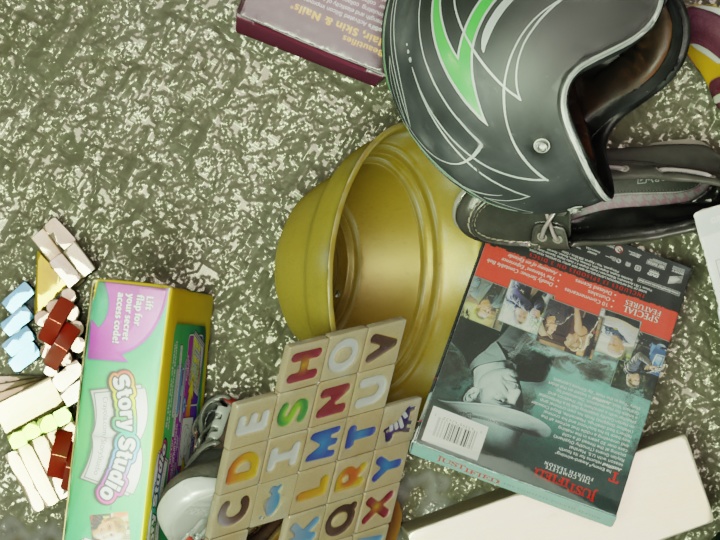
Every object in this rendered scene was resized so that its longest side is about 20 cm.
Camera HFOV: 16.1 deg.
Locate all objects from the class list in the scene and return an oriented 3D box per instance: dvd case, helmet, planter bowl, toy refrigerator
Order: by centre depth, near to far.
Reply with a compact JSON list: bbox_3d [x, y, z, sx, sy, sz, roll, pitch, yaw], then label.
[{"bbox_3d":[0.108,-0.139,1.630,0.200,0.200,0.191,38,93,-2],"label":"helmet"},{"bbox_3d":[0.000,0.000,1.700,0.083,0.200,0.202,3,88,32],"label":"planter bowl"},{"bbox_3d":[0.130,0.059,1.711,0.145,0.022,0.201,19,60,2],"label":"dvd case"},{"bbox_3d":[0.133,0.174,1.731,0.199,0.076,0.070,-20,90,-4],"label":"toy refrigerator"}]

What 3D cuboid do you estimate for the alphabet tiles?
[{"bbox_3d":[-0.028,0.125,1.626,0.167,0.008,0.201,-12,127,-41],"label":"alphabet tiles"}]

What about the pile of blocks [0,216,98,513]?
[{"bbox_3d":[-0.215,0.064,1.720,0.082,0.062,0.201,-3,89,-3],"label":"pile of blocks"}]

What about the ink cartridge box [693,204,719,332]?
[{"bbox_3d":[0.324,0.031,1.745,0.162,0.057,0.201,-17,95,-3],"label":"ink cartridge box"}]

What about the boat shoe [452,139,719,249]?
[{"bbox_3d":[0.163,-0.048,1.719,0.199,0.057,0.067,-10,124,-17],"label":"boat shoe"}]

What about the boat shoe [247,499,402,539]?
[{"bbox_3d":[-0.064,0.205,1.719,0.199,0.070,0.071,-32,107,-23],"label":"boat shoe"}]

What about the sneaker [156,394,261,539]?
[{"bbox_3d":[-0.091,0.125,1.673,0.077,0.200,0.082,-40,79,18],"label":"sneaker"}]

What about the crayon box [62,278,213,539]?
[{"bbox_3d":[-0.146,0.109,1.665,0.058,0.173,0.201,6,88,7],"label":"crayon box"}]

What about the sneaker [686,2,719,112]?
[{"bbox_3d":[0.278,-0.096,1.744,0.200,0.075,0.090,41,81,-1],"label":"sneaker"}]

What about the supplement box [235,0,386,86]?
[{"bbox_3d":[0.000,-0.238,1.726,0.110,0.086,0.201,21,88,-3],"label":"supplement box"}]

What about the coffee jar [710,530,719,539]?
[{"bbox_3d":[0.280,0.196,1.698,0.104,0.085,0.200,36,117,-3],"label":"coffee jar"}]
